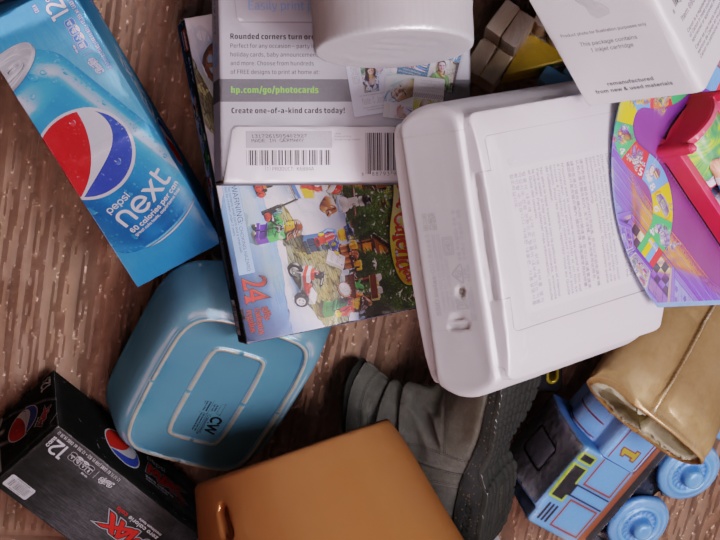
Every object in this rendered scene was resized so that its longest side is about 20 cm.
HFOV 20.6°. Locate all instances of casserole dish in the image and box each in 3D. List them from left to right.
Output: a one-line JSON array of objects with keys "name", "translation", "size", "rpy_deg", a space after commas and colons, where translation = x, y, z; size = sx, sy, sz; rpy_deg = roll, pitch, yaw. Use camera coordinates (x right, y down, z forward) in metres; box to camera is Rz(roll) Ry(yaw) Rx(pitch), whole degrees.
[{"name": "casserole dish", "translation": [-0.094, 0.070, 1.295], "size": [0.120, 0.039, 0.200], "rpy_deg": [16, 135, -17]}]

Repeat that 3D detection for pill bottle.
[{"name": "pill bottle", "translation": [0.014, -0.222, 1.109], "size": [0.109, 0.110, 0.202], "rpy_deg": [-1, 83, -12]}]

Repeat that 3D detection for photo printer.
[{"name": "photo printer", "translation": [0.110, -0.026, 1.175], "size": [0.199, 0.069, 0.168], "rpy_deg": [-15, 98, -49]}]

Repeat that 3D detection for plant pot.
[{"name": "plant pot", "translation": [-0.022, 0.184, 1.285], "size": [0.199, 0.200, 0.141], "rpy_deg": [-18, 86, -3]}]

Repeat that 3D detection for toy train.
[{"name": "toy train", "translation": [0.194, 0.109, 1.380], "size": [0.114, 0.087, 0.200], "rpy_deg": [29, 109, -32]}]

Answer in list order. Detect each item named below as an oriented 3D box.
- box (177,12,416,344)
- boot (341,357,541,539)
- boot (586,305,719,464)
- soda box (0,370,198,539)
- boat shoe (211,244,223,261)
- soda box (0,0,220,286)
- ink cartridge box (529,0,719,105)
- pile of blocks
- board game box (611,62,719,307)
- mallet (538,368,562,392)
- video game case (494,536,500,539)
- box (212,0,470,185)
[{"name": "box", "translation": [-0.027, -0.067, 1.220], "size": [0.135, 0.038, 0.202], "rpy_deg": [-12, 92, -11]}, {"name": "boot", "translation": [0.046, 0.087, 1.332], "size": [0.130, 0.068, 0.201], "rpy_deg": [22, 117, 23]}, {"name": "boot", "translation": [0.204, -0.004, 1.284], "size": [0.175, 0.066, 0.201], "rpy_deg": [35, 76, -12]}, {"name": "soda box", "translation": [-0.159, 0.160, 1.347], "size": [0.063, 0.071, 0.200], "rpy_deg": [-39, 120, 12]}, {"name": "boat shoe", "translation": [0.000, 0.000, 1.302], "size": [0.198, 0.074, 0.061], "rpy_deg": [-7, 115, -19]}, {"name": "soda box", "translation": [-0.161, -0.093, 1.212], "size": [0.064, 0.068, 0.201], "rpy_deg": [-28, 121, 3]}, {"name": "ink cartridge box", "translation": [0.144, -0.217, 1.112], "size": [0.083, 0.145, 0.201], "rpy_deg": [-4, 132, 40]}, {"name": "pile of blocks", "translation": [0.163, -0.149, 1.240], "size": [0.198, 0.062, 0.083], "rpy_deg": [-19, 81, -2]}, {"name": "board game box", "translation": [0.234, -0.059, 1.218], "size": [0.199, 0.039, 0.160], "rpy_deg": [-1, 87, -42]}, {"name": "mallet", "translation": [0.126, -0.002, 1.350], "size": [0.065, 0.041, 0.201], "rpy_deg": [0, 122, -14]}, {"name": "video game case", "translation": [0.022, 0.285, 1.489], "size": [0.198, 0.018, 0.144], "rpy_deg": [-16, 121, -4]}, {"name": "box", "translation": [-0.012, -0.152, 1.182], "size": [0.154, 0.041, 0.202], "rpy_deg": [-2, 92, -12]}]
